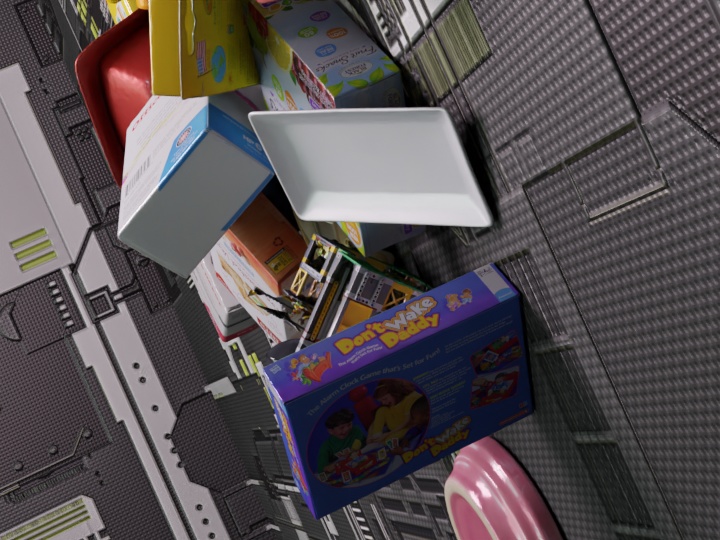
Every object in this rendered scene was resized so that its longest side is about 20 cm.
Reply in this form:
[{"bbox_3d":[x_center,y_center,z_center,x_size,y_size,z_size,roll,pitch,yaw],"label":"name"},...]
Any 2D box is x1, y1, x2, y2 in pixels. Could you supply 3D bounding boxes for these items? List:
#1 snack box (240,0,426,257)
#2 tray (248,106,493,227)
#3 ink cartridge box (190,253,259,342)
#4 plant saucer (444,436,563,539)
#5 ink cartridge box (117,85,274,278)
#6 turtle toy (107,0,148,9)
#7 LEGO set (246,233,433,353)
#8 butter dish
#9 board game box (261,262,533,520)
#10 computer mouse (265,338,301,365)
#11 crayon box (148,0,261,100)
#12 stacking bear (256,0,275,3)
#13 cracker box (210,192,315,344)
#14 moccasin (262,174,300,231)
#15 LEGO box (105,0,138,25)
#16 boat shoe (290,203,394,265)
[{"bbox_3d":[-0.024,-0.137,1.244,0.200,0.067,0.170,54,162,45],"label":"snack box"},{"bbox_3d":[0.009,-0.084,1.117,0.199,0.022,0.108,4,130,40],"label":"tray"},{"bbox_3d":[-0.187,0.003,2.077,0.146,0.084,0.200,63,167,10],"label":"ink cartridge box"},{"bbox_3d":[0.133,0.251,1.336,0.201,0.050,0.201,60,165,27],"label":"plant saucer"},{"bbox_3d":[-0.157,-0.115,1.392,0.084,0.145,0.201,31,-154,-26],"label":"ink cartridge box"},{"bbox_3d":[-0.224,-0.358,1.534,0.201,0.145,0.101,59,-173,29],"label":"turtle toy"},{"bbox_3d":[0.004,0.054,1.244,0.153,0.117,0.200,22,-175,-31],"label":"LEGO set"},{"bbox_3d":[-0.184,-0.190,1.601,0.147,0.199,0.201,24,144,35],"label":"butter dish"},{"bbox_3d":[0.034,0.094,1.129,0.045,0.199,0.135,52,160,46],"label":"board game box"},{"bbox_3d":[0.011,0.095,1.313,0.059,0.198,0.034,-146,71,-72],"label":"computer mouse"},{"bbox_3d":[-0.132,-0.219,1.257,0.200,0.050,0.128,-33,-55,-69],"label":"crayon box"},{"bbox_3d":[-0.047,-0.295,0.993,0.121,0.113,0.202,-157,49,-70],"label":"stacking bear"},{"bbox_3d":[-0.102,-0.005,1.535,0.134,0.058,0.200,46,164,20],"label":"cracker box"},{"bbox_3d":[-0.105,-0.132,1.514,0.201,0.080,0.068,65,-171,-1],"label":"moccasin"},{"bbox_3d":[-0.248,-0.292,1.819,0.202,0.077,0.149,66,166,-1],"label":"LEGO box"},{"bbox_3d":[0.000,0.000,1.380,0.201,0.069,0.074,65,-172,18],"label":"boat shoe"}]
